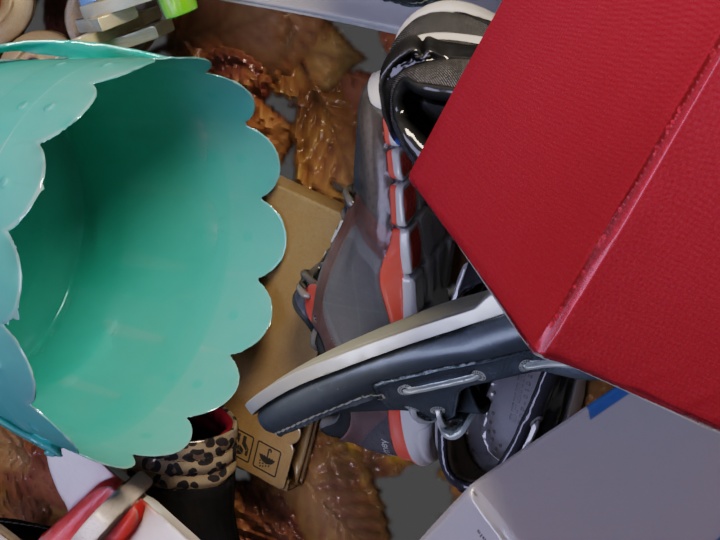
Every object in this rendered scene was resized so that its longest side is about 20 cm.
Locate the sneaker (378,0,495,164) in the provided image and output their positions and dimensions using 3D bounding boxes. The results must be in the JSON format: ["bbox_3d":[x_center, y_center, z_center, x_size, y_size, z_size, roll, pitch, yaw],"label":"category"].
[{"bbox_3d":[0.099,-0.046,0.913,0.200,0.112,0.073,20,117,2],"label":"sneaker"}]

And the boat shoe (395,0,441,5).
[{"bbox_3d":[0.024,-0.218,0.946,0.073,0.062,0.200,11,107,31],"label":"boat shoe"}]

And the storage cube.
[{"bbox_3d":[0.149,-0.049,0.781,0.180,0.171,0.200,-61,24,13],"label":"storage cube"}]

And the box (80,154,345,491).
[{"bbox_3d":[-0.098,0.007,1.147,0.200,0.021,0.164,26,114,27],"label":"box"}]

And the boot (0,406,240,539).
[{"bbox_3d":[-0.144,0.130,1.159,0.200,0.073,0.151,15,121,27],"label":"boot"}]

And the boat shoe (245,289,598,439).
[{"bbox_3d":[0.039,0.048,0.961,0.200,0.073,0.062,-22,93,23],"label":"boat shoe"}]

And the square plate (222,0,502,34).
[{"bbox_3d":[0.002,-0.219,1.025,0.198,0.028,0.200,15,109,31],"label":"square plate"}]

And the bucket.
[{"bbox_3d":[-0.149,-0.014,1.043,0.135,0.207,0.207,8,105,33],"label":"bucket"}]

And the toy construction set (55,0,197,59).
[{"bbox_3d":[-0.135,-0.188,1.040,0.131,0.092,0.200,-19,116,7],"label":"toy construction set"}]

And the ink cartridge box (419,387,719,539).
[{"bbox_3d":[0.087,0.131,0.938,0.084,0.145,0.200,53,149,12],"label":"ink cartridge box"}]

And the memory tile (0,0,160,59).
[{"bbox_3d":[-0.221,-0.132,1.141,0.200,0.017,0.153,-35,85,5],"label":"memory tile"}]

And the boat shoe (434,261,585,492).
[{"bbox_3d":[0.077,0.013,1.008,0.074,0.060,0.200,24,113,28],"label":"boat shoe"}]

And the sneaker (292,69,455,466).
[{"bbox_3d":[0.000,0.000,1.039,0.082,0.077,0.200,3,103,22],"label":"sneaker"}]

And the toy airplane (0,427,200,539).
[{"bbox_3d":[-0.175,0.180,1.072,0.200,0.141,0.199,3,116,26],"label":"toy airplane"}]
